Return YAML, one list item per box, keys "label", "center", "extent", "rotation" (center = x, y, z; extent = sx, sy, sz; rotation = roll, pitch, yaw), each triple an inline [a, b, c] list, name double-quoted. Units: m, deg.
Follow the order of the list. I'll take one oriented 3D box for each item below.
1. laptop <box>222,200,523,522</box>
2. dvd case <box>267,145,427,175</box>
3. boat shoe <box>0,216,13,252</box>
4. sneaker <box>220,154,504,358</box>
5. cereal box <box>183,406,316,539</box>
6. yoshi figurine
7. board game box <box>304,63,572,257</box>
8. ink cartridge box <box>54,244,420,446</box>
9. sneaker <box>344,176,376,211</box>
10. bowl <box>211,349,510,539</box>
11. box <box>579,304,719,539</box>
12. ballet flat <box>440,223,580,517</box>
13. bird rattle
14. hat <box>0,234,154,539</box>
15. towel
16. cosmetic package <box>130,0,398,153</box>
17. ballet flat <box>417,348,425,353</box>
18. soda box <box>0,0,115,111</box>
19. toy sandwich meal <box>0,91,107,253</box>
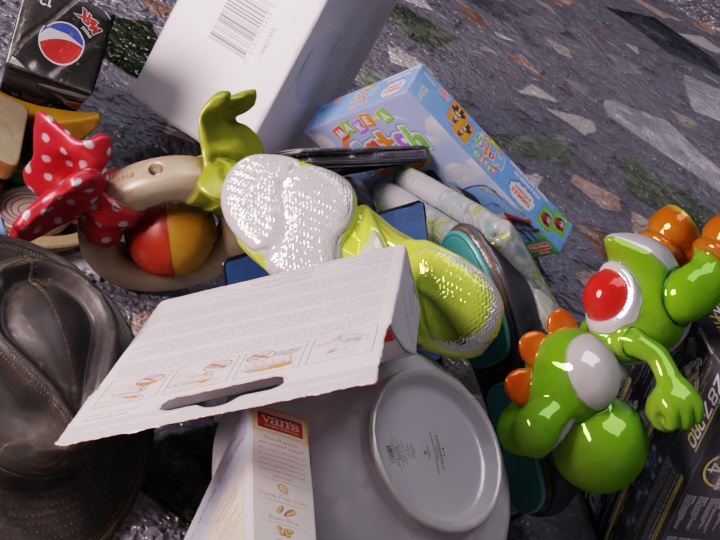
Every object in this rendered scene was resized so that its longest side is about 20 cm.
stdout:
- label: "laptop"
  center: [0.025, 0.076, 0.818]
  extent: [0.186, 0.117, 0.200]
  rotation: [-18, 51, -40]
- label: "dvd case"
  center: [-0.066, -0.081, 1.007]
  extent: [0.198, 0.016, 0.147]
  rotation: [-5, 2, 42]
- label: "boat shoe"
  center: [-0.256, -0.007, 0.772]
  extent: [0.198, 0.085, 0.069]
  rotation: [26, 38, -8]
- label: "sneaker"
  center: [0.000, 0.000, 0.795]
  extent: [0.198, 0.076, 0.105]
  rotation: [33, -7, 12]
- label: "cereal box"
  center: [-0.061, 0.179, 0.570]
  extent: [0.039, 0.145, 0.201]
  rotation: [18, 29, -16]
- label: "yoshi figurine"
  center: [0.171, 0.059, 0.770]
  extent: [0.112, 0.113, 0.200]
  rotation: [40, 72, 22]
- label: "board game box"
  center: [0.065, -0.080, 1.060]
  extent: [0.200, 0.150, 0.037]
  rotation: [44, 61, -23]
- label: "ink cartridge box"
  center: [-0.052, 0.051, 0.647]
  extent: [0.158, 0.051, 0.200]
  rotation: [-13, 18, 9]
- label: "sneaker"
  center: [-0.004, -0.004, 1.019]
  extent: [0.131, 0.080, 0.200]
  rotation: [47, 20, 5]
- label: "bowl"
  center: [0.020, 0.118, 0.720]
  extent: [0.199, 0.090, 0.204]
  rotation: [21, 52, -29]
- label: "box"
  center: [0.213, 0.112, 0.865]
  extent: [0.048, 0.203, 0.162]
  rotation: [8, 30, -11]
- label: "ballet flat"
  center: [0.109, 0.063, 0.836]
  extent: [0.072, 0.072, 0.203]
  rotation: [-9, 80, -49]
- label: "bird rattle"
  center: [-0.140, -0.035, 0.856]
  extent: [0.197, 0.164, 0.114]
  rotation: [-19, 55, -13]
- label: "hat"
  center: [-0.174, 0.055, 0.673]
  extent: [0.199, 0.081, 0.203]
  rotation: [26, 49, -33]
- label: "towel"
  center: [0.094, 0.012, 0.963]
  extent: [0.172, 0.048, 0.200]
  rotation: [55, -9, -29]
- label: "cosmetic package"
  center: [-0.076, -0.206, 1.095]
  extent: [0.122, 0.201, 0.200]
  rotation: [32, 9, 12]
- label: "ballet flat"
  center: [-0.035, 0.057, 0.890]
  extent: [0.198, 0.068, 0.064]
  rotation: [13, 28, -40]
- label: "soda box"
  center: [-0.245, -0.171, 0.983]
  extent: [0.070, 0.064, 0.200]
  rotation: [18, -3, -17]
- label: "toy sandwich meal"
  center: [-0.270, -0.091, 0.918]
  extent: [0.202, 0.071, 0.206]
  rotation: [21, 28, -12]
